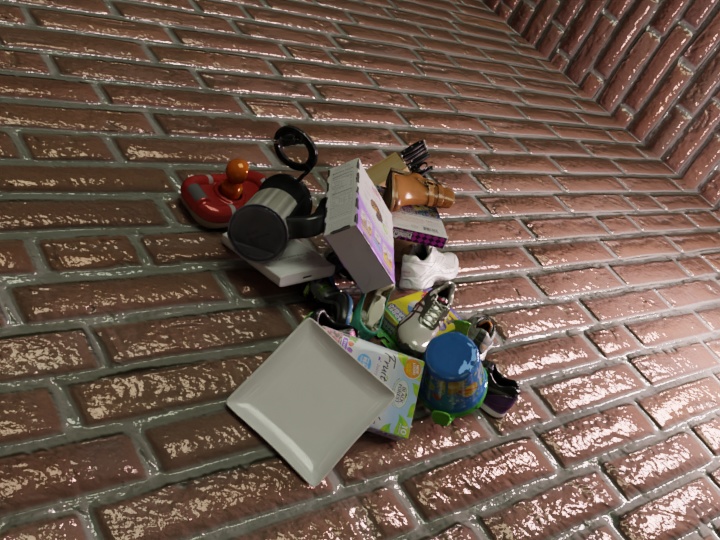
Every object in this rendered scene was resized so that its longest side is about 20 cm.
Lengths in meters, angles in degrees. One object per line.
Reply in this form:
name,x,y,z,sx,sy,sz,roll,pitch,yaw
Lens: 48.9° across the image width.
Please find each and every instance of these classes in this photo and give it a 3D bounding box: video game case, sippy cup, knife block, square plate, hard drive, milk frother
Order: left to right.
milk frother,-0.159,-0.149,1.501,0.188,0.180,0.201,-66,135,-64
hard drive,-0.162,-0.032,1.547,0.132,0.027,0.200,-13,35,-39
square plate,-0.079,0.209,1.278,0.200,0.028,0.198,41,72,13
knife block,0.057,-0.102,1.820,0.199,0.064,0.176,10,38,-27
knife block,0.079,-0.243,1.930,0.199,0.176,0.064,-1,44,-38
video game case,0.082,-0.127,1.756,0.199,0.036,0.182,11,32,-15
sippy cup,0.166,0.182,1.443,0.139,0.130,0.178,-20,58,-6

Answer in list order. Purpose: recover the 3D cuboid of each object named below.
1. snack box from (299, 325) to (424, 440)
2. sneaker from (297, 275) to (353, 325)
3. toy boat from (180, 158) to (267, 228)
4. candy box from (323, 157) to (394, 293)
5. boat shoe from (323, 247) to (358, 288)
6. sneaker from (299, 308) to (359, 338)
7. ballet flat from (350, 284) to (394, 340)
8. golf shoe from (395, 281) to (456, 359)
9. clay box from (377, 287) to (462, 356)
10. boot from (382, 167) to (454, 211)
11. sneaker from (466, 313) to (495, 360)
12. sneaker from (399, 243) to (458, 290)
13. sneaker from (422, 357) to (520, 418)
snack box,-0.001,0.195,1.360,0.199,0.053,0.143,21,69,-15
sneaker,-0.076,0.051,1.537,0.082,0.071,0.200,-3,40,-33
toy boat,-0.261,-0.171,1.620,0.200,0.131,0.131,-12,52,-45
candy box,0.000,-0.087,1.523,0.168,0.071,0.200,56,24,-39
boat shoe,0.000,0.000,1.625,0.200,0.075,0.062,30,36,-57
sneaker,-0.028,0.147,1.426,0.200,0.084,0.077,40,36,10
ballet flat,0.034,0.050,1.544,0.067,0.070,0.201,35,58,-26
golf shoe,0.129,0.089,1.537,0.077,0.088,0.200,34,37,-1
clay box,0.114,0.108,1.619,0.200,0.048,0.115,-16,55,-48
boot,0.129,-0.160,1.739,0.155,0.077,0.200,19,20,-3
sneaker,0.255,0.129,1.659,0.074,0.079,0.200,32,19,4
sneaker,0.158,-0.023,1.759,0.078,0.100,0.200,7,18,34
sneaker,0.221,0.196,1.550,0.200,0.088,0.076,33,34,4
